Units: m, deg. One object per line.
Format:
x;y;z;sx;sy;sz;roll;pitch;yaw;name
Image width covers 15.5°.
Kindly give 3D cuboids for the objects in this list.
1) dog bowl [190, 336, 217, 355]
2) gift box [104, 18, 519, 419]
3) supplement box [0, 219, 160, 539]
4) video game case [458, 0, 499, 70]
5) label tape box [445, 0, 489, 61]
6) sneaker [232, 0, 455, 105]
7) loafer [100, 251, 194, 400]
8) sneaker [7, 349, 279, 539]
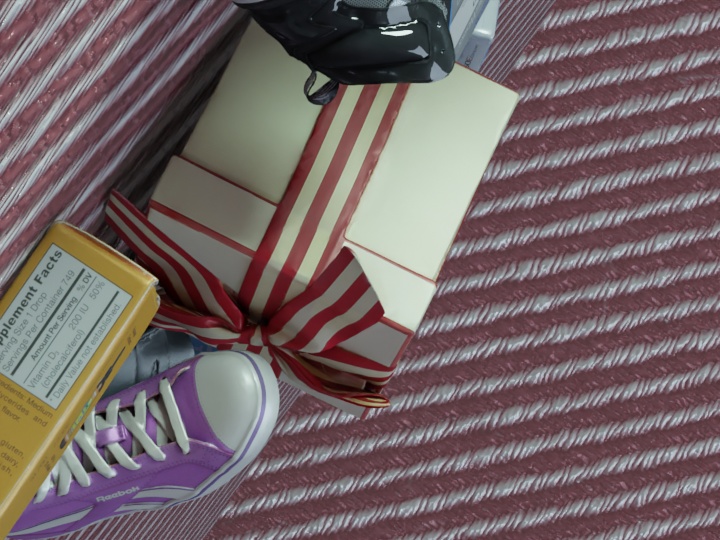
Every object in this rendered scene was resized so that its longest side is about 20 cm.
-0.065;0.009;1.736;0.200;0.049;0.111;-59;175;21;dog bowl
-0.033;-0.037;1.488;0.200;0.184;0.187;102;12;-68;gift box
-0.181;0.075;1.340;0.200;0.069;0.067;-54;176;-11;supplement box
0.081;-0.214;1.943;0.182;0.022;0.201;114;-13;-64;video game case
0.037;-0.162;1.739;0.200;0.063;0.145;93;22;-61;label tape box
0.032;-0.165;1.304;0.200;0.114;0.076;-33;-148;1;sneaker
-0.133;0.041;1.587;0.201;0.070;0.068;-53;174;-41;loafer
-0.145;0.101;1.441;0.200;0.073;0.114;-29;162;24;sneaker
